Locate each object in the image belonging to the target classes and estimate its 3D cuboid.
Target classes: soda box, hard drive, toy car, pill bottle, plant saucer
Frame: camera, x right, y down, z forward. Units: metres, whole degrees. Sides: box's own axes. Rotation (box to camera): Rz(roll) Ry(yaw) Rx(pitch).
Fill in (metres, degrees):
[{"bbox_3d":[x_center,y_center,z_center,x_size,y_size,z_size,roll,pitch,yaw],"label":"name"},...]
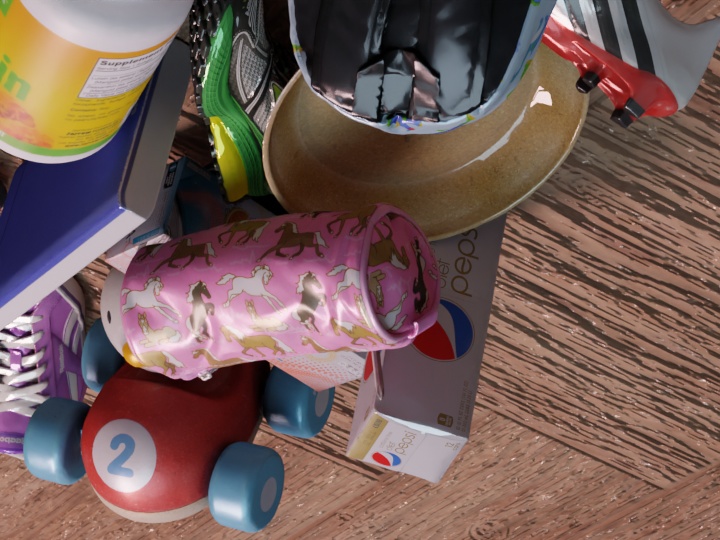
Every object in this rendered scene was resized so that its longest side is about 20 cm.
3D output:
[{"bbox_3d":[-0.070,0.006,1.497,0.200,0.064,0.068,33,143,-32],"label":"soda box"},{"bbox_3d":[0.045,0.027,1.417,0.064,0.200,0.068,16,147,-8],"label":"soda box"},{"bbox_3d":[-0.179,-0.052,1.429,0.025,0.132,0.200,29,144,-24],"label":"hard drive"},{"bbox_3d":[-0.138,0.055,1.566,0.184,0.177,0.200,11,137,22],"label":"toy car"},{"bbox_3d":[-0.158,-0.155,1.283,0.111,0.111,0.200,20,146,-14],"label":"pill bottle"},{"bbox_3d":[0.036,-0.095,1.336,0.200,0.035,0.200,-10,139,-9],"label":"plant saucer"}]

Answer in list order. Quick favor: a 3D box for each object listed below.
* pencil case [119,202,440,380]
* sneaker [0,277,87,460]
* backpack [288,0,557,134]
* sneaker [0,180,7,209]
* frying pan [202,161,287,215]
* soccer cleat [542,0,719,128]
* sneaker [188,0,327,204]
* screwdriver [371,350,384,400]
[{"bbox_3d":[-0.049,0.014,1.354,0.200,0.083,0.087,-10,143,35],"label":"pencil case"},{"bbox_3d":[-0.245,0.072,1.658,0.072,0.114,0.201,4,146,14],"label":"sneaker"},{"bbox_3d":[0.038,-0.167,1.135,0.163,0.200,0.154,8,177,6],"label":"backpack"},{"bbox_3d":[-0.328,-0.014,1.574,0.200,0.088,0.074,-17,138,37],"label":"sneaker"},{"bbox_3d":[-0.029,-0.041,1.491,0.190,0.031,0.115,1,148,11],"label":"frying pan"},{"bbox_3d":[0.111,-0.165,1.234,0.200,0.085,0.069,40,170,-4],"label":"soccer cleat"},{"bbox_3d":[-0.057,-0.119,1.358,0.085,0.078,0.200,-8,148,3],"label":"sneaker"},{"bbox_3d":[0.000,0.000,1.394,0.029,0.200,0.028,13,136,-14],"label":"screwdriver"}]
